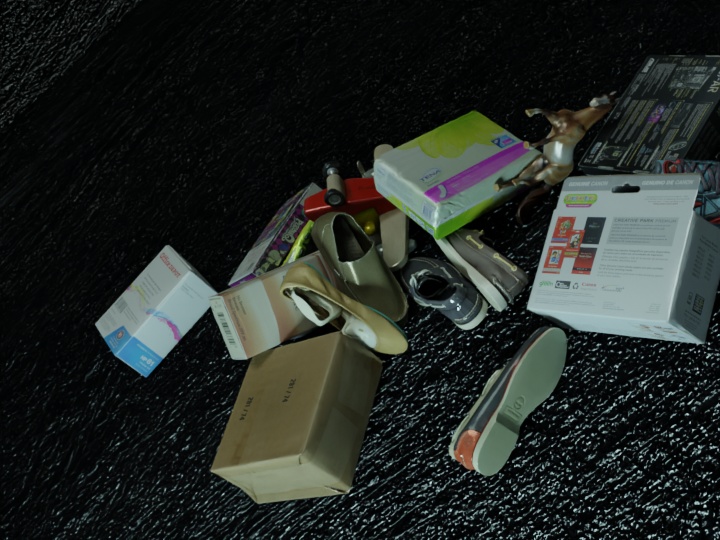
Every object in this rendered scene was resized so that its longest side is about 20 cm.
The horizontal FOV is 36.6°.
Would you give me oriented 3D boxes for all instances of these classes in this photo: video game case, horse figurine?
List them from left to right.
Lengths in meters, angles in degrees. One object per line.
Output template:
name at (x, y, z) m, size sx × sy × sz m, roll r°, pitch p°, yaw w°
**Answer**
video game case at (-0.141, -0.050, 1.811) m, size 0.182 × 0.036 × 0.200 m, roll -58°, pitch 11°, yaw -16°
horse figurine at (0.257, -0.158, 1.475) m, size 0.050 × 0.132 × 0.200 m, roll 51°, pitch 141°, yaw 34°

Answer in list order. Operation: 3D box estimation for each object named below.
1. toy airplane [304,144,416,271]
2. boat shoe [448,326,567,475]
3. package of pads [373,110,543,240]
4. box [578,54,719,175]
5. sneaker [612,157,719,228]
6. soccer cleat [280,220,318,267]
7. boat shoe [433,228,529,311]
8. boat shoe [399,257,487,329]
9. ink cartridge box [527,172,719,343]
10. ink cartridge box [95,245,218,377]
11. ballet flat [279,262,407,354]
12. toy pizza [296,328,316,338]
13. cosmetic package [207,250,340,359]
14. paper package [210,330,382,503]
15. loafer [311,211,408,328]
toy airplane at (0.040, -0.097, 1.663) m, size 0.199 × 0.141 × 0.200 m, roll 32°, pitch 56°, yaw 28°
boat shoe at (0.176, 0.150, 1.304) m, size 0.062 × 0.071 × 0.200 m, roll 18°, pitch 73°, yaw 56°
package of pads at (0.136, -0.142, 1.548) m, size 0.200 × 0.068 × 0.154 m, roll -28°, pitch 46°, yaw -24°
box at (0.402, -0.195, 1.432) m, size 0.160 × 0.044 × 0.200 m, roll 15°, pitch 66°, yaw 53°
sneaker at (0.388, -0.093, 1.296) m, size 0.199 × 0.096 × 0.080 m, roll -22°, pitch 40°, yaw 31°
soccer cleat at (-0.100, -0.011, 1.713) m, size 0.084 × 0.065 × 0.201 m, roll -3°, pitch 52°, yaw 55°
boat shoe at (0.160, -0.020, 1.492) m, size 0.059 × 0.072 × 0.200 m, roll -39°, pitch 38°, yaw 0°
boat shoe at (0.104, 0.016, 1.519) m, size 0.073 × 0.063 × 0.200 m, roll -50°, pitch 33°, yaw -1°
ink cartridge box at (0.315, -0.017, 1.272) m, size 0.200 × 0.084 × 0.176 m, roll 5°, pitch 74°, yaw 49°
ink cartridge box at (-0.364, 0.069, 1.952) m, size 0.200 × 0.085 × 0.144 m, roll -49°, pitch 34°, yaw -2°
ballet flat at (-0.028, 0.067, 1.517) m, size 0.063 × 0.200 × 0.069 m, roll -48°, pitch -11°, yaw -39°
toy pizza at (-0.088, 0.022, 1.749) m, size 0.200 × 0.032 × 0.201 m, roll -28°, pitch 38°, yaw 25°
cosmetic package at (-0.108, 0.046, 1.593) m, size 0.199 × 0.104 × 0.087 m, roll -25°, pitch 6°, yaw -22°
paper package at (-0.086, 0.204, 1.497) m, size 0.190 × 0.103 × 0.201 m, roll -17°, pitch 44°, yaw 39°
loafer at (0.000, 0.000, 1.546) m, size 0.076 × 0.200 × 0.067 m, roll -36°, pitch -6°, yaw -20°
